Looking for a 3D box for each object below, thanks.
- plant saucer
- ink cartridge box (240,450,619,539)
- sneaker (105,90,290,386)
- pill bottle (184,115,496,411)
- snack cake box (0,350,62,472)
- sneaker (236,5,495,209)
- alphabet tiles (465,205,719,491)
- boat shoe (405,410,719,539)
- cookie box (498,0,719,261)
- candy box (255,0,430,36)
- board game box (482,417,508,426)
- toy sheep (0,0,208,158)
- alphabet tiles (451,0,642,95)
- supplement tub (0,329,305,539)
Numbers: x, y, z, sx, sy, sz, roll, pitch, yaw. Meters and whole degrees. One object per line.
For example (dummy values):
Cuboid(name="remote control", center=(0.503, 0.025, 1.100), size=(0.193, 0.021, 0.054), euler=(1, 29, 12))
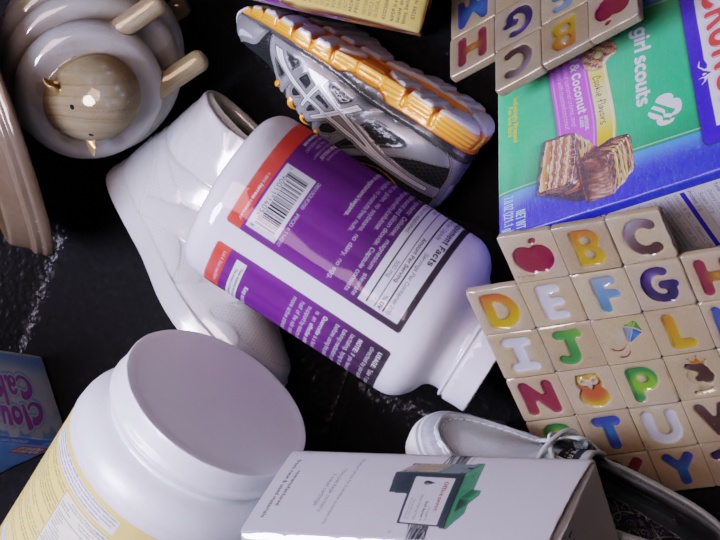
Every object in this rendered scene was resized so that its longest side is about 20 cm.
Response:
Cuboid(name="plant saucer", center=(-0.247, -0.100, 1.687), size=(0.029, 0.200, 0.200), euler=(-20, 71, -11))
Cuboid(name="ink cartridge box", center=(0.052, 0.184, 1.468), size=(0.200, 0.084, 0.146), euler=(0, 125, 29))
Cuboid(name="sneaker", center=(-0.078, -0.023, 1.648), size=(0.116, 0.074, 0.200), euler=(-41, 66, 21))
Cuboid(name="pill bottle", center=(0.000, 0.000, 1.560), size=(0.200, 0.112, 0.113), euler=(33, 100, 4))
Cuboid(name="snack cake box", center=(-0.301, 0.099, 1.679), size=(0.115, 0.200, 0.067), euler=(-27, 72, 23))
Cuboid(name="sneaker", center=(-0.010, -0.108, 1.623), size=(0.200, 0.078, 0.077), euler=(36, 113, 30))
Cuboid(name="alphabet tiles", center=(0.158, 0.051, 1.471), size=(0.166, 0.006, 0.200), euler=(-9, 123, 27))
Cuboid(name="boat shoe", center=(0.124, 0.126, 1.489), size=(0.201, 0.070, 0.072), euler=(28, 135, 7))
Cuboid(name="cookie box", center=(0.183, -0.093, 1.481), size=(0.200, 0.075, 0.171), euler=(-18, 49, 24))
Cuboid(name="candy box", center=(-0.052, -0.192, 1.585), size=(0.200, 0.117, 0.057), euler=(14, 94, 2))
Cuboid(name="board game box", center=(0.100, 0.204, 1.544), size=(0.126, 0.035, 0.200), euler=(-48, 65, 16))
Cuboid(name="toy sheep", center=(-0.177, -0.144, 1.685), size=(0.138, 0.138, 0.200), euler=(-50, 23, 14))
Cuboid(name="alphabet tiles", center=(0.122, -0.196, 1.530), size=(0.166, 0.006, 0.200), euler=(-27, 41, 28))
Cuboid(name="supplement tub", center=(-0.134, 0.149, 1.590), size=(0.145, 0.145, 0.200), euler=(50, 125, 24))
